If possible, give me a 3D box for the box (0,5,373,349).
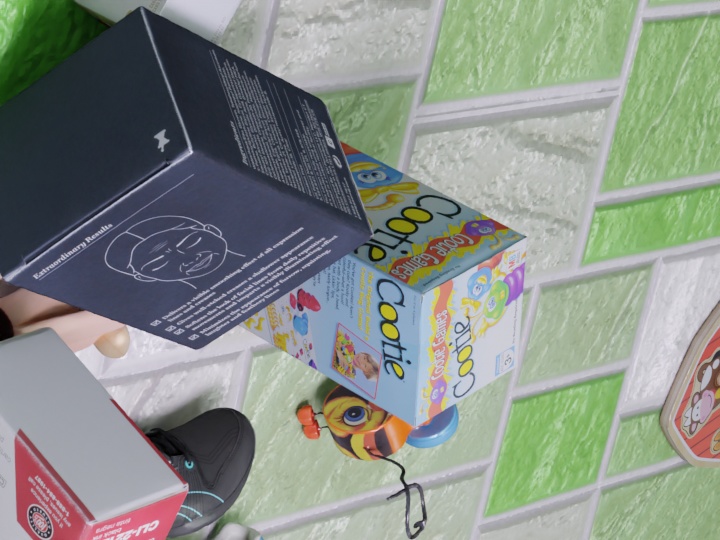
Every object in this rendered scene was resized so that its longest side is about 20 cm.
[{"bbox_3d":[-0.115,-0.050,1.696,0.148,0.108,0.200,-32,152,21],"label":"box"}]

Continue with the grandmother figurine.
[{"bbox_3d":[-0.223,0.042,1.718,0.199,0.060,0.122,-24,122,-45],"label":"grandmother figurine"}]

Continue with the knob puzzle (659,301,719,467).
[{"bbox_3d":[0.336,0.095,2.478,0.219,0.030,0.221,-30,134,-36],"label":"knob puzzle"}]

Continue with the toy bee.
[{"bbox_3d":[0.012,0.089,2.025,0.200,0.108,0.132,-55,145,-54],"label":"toy bee"}]

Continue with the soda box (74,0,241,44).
[{"bbox_3d":[-0.087,-0.225,1.699,0.064,0.068,0.201,30,88,-55],"label":"soda box"}]

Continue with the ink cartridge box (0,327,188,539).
[{"bbox_3d":[-0.205,0.160,1.696,0.083,0.144,0.201,-18,145,-44],"label":"ink cartridge box"}]

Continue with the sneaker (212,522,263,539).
[{"bbox_3d":[-0.138,0.236,1.948,0.200,0.076,0.081,-22,121,-50],"label":"sneaker"}]

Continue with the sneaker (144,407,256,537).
[{"bbox_3d":[-0.147,0.143,1.865,0.200,0.075,0.080,-37,135,-32],"label":"sneaker"}]

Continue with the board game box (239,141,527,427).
[{"bbox_3d":[0.000,0.000,1.845,0.103,0.199,0.105,-27,133,-38],"label":"board game box"}]
